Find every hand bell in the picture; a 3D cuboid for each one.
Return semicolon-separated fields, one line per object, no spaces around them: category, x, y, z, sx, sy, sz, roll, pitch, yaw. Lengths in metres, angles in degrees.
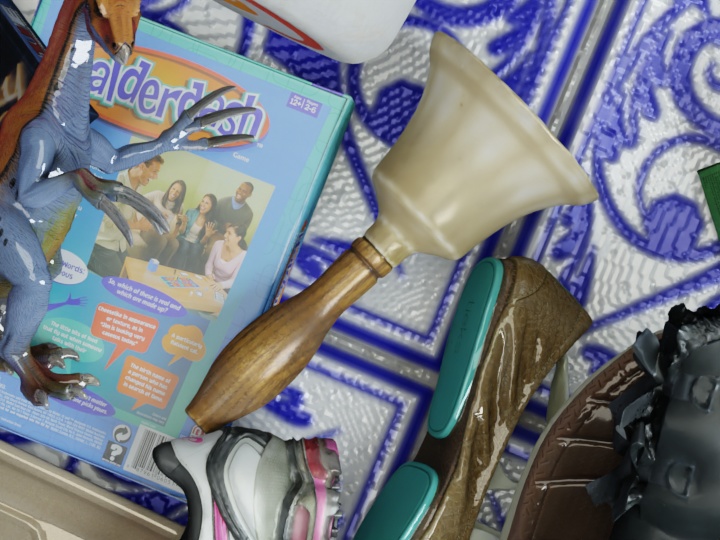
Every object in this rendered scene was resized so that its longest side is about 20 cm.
hand bell;0.000;0.000;1.333;0.200;0.104;0.104;-45;87;-3

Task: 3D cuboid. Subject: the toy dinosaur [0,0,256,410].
toy dinosaur;-0.141;-0.037;1.280;0.199;0.105;0.182;-4;104;-3

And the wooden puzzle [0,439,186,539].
wooden puzzle;-0.191;0.172;1.380;0.184;0.037;0.201;25;96;1

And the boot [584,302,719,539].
boot;0.186;0.110;1.249;0.198;0.073;0.163;18;91;-7

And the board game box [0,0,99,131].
board game box;-0.235;-0.059;1.360;0.200;0.035;0.136;-41;74;9

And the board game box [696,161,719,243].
board game box;0.207;0.040;1.329;0.023;0.105;0.201;-17;89;-16

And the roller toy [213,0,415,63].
roller toy;-0.041;-0.189;1.309;0.182;0.200;0.140;29;89;-8

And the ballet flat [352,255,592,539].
ballet flat;0.051;0.093;1.363;0.072;0.068;0.201;25;86;-17

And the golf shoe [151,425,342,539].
golf shoe;-0.064;0.165;1.341;0.092;0.073;0.201;7;102;-6

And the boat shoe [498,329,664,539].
boat shoe;0.097;0.111;1.321;0.075;0.075;0.203;31;101;-1

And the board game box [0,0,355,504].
board game box;-0.108;-0.013;1.375;0.152;0.045;0.201;22;90;4
